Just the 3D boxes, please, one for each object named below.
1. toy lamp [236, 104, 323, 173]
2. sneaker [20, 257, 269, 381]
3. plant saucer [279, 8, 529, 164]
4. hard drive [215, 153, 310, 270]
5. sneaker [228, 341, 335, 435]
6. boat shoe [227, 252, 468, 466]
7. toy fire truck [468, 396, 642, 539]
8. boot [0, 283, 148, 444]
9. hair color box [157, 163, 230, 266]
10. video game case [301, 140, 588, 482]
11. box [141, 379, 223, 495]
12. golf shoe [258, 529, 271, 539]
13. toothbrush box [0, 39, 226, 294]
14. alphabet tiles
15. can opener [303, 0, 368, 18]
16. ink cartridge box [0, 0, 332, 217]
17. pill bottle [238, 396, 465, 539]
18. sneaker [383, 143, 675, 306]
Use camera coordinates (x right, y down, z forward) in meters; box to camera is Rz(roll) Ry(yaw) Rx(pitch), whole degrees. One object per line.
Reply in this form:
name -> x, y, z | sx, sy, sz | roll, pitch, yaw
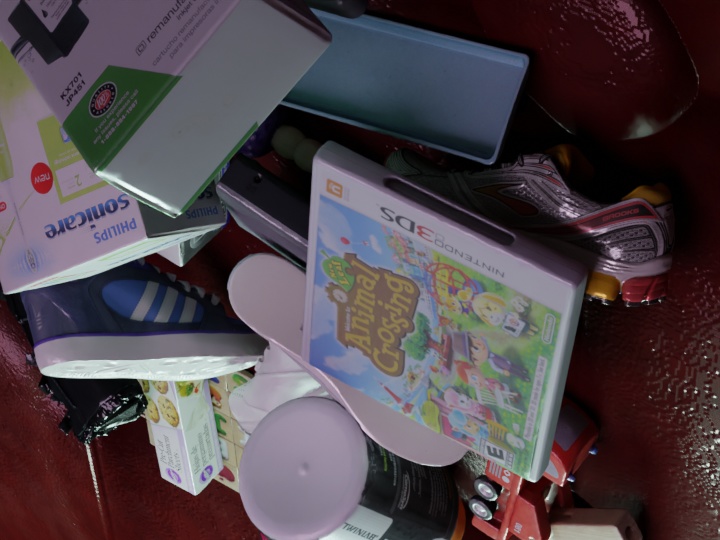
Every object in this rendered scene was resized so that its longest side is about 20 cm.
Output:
toy lamp -> 0.008, -0.052, 1.498 | 0.200, 0.058, 0.058 | 33, 146, 17
sneaker -> -0.162, 0.004, 1.709 | 0.081, 0.199, 0.147 | -30, 65, 54
plant saucer -> 0.016, -0.120, 1.413 | 0.199, 0.070, 0.019 | 18, 179, 33
hard drive -> 0.000, 0.000, 1.524 | 0.200, 0.033, 0.140 | 34, 174, 9
sneaker -> -0.035, 0.063, 1.670 | 0.200, 0.074, 0.087 | -28, 98, 46
boat shoe -> -0.006, 0.060, 1.558 | 0.200, 0.072, 0.069 | 32, -174, 3
toy fire truck -> 0.149, 0.176, 1.608 | 0.141, 0.049, 0.200 | 32, 144, 17
boot -> -0.226, 0.041, 1.797 | 0.163, 0.073, 0.198 | 60, 156, 12
hair color box -> -0.189, -0.099, 1.647 | 0.200, 0.065, 0.110 | 31, 144, 22
video game case -> 0.046, 0.029, 1.414 | 0.182, 0.022, 0.200 | 27, 143, 18
box -> -0.148, 0.100, 1.836 | 0.041, 0.039, 0.200 | 27, 144, 27
golf shoe -> -0.002, 0.214, 1.791 | 0.200, 0.077, 0.088 | 20, 134, 31
toothbrush box -> -0.192, -0.102, 1.527 | 0.145, 0.086, 0.201 | -18, 88, 38
alphabet tiles -> -0.145, 0.100, 1.875 | 0.166, 0.006, 0.200 | 26, 143, 25
can opener -> -0.068, -0.200, 1.429 | 0.200, 0.053, 0.066 | 18, 174, 36
ink cartridge box -> -0.130, -0.155, 1.355 | 0.083, 0.147, 0.200 | 27, -162, -48
pill bottle -> 0.004, 0.164, 1.642 | 0.106, 0.107, 0.200 | 19, 173, 33
sneaker -> 0.105, -0.044, 1.393 | 0.199, 0.078, 0.082 | 18, 104, 26
